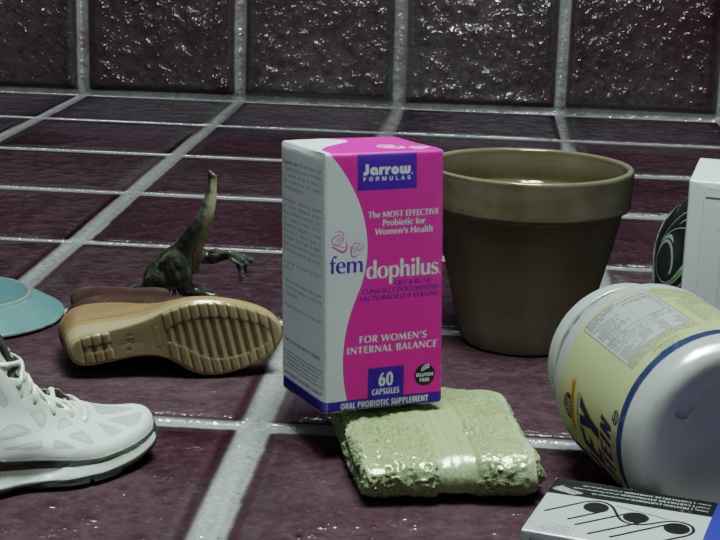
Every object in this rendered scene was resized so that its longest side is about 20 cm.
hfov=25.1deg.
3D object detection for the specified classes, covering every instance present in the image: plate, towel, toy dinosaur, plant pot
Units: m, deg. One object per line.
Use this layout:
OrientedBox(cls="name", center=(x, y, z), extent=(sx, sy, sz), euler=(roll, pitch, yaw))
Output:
OrientedBox(cls="plate", center=(-0.392, 0.031, 1.592), extent=(0.199, 0.026, 0.200), euler=(3, 14, -1))
OrientedBox(cls="towel", center=(0.055, 0.126, 1.241), extent=(0.147, 0.037, 0.200), euler=(-1, 14, -5))
OrientedBox(cls="toy dinosaur", center=(-0.159, -0.003, 1.568), extent=(0.088, 0.200, 0.048), euler=(33, 36, -9))
OrientedBox(cls="plant pot", center=(0.157, -0.018, 1.550), extent=(0.199, 0.175, 0.200), euler=(2, 14, -1))

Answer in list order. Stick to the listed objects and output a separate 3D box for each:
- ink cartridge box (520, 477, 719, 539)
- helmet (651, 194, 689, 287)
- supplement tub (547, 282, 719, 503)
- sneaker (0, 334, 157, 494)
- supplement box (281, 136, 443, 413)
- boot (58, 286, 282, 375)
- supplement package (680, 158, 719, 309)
OrientedBox(cls="ink cartridge box", center=(0.208, 0.180, 1.021), extent=(0.199, 0.044, 0.094), euler=(7, 16, 19))
OrientedBox(cls="helmet", center=(0.390, -0.003, 1.531), extent=(0.199, 0.201, 0.190), euler=(-6, -1, -30))
OrientedBox(cls="supplement tub", center=(0.226, 0.092, 1.170), extent=(0.144, 0.146, 0.200), euler=(-1, 14, -13))
OrientedBox(cls="sneaker", center=(-0.234, 0.094, 1.167), extent=(0.200, 0.116, 0.076), euler=(-9, 17, -38))
OrientedBox(cls="supplement box", center=(0.000, 0.000, 1.263), extent=(0.101, 0.201, 0.103), euler=(-5, 10, -21))
OrientedBox(cls="boot", center=(-0.175, 0.039, 1.486), extent=(0.199, 0.073, 0.166), euler=(-3, 16, -5))
OrientedBox(cls="supplement package", center=(0.331, 0.015, 1.380), extent=(0.113, 0.201, 0.110), euler=(7, 15, 15))
